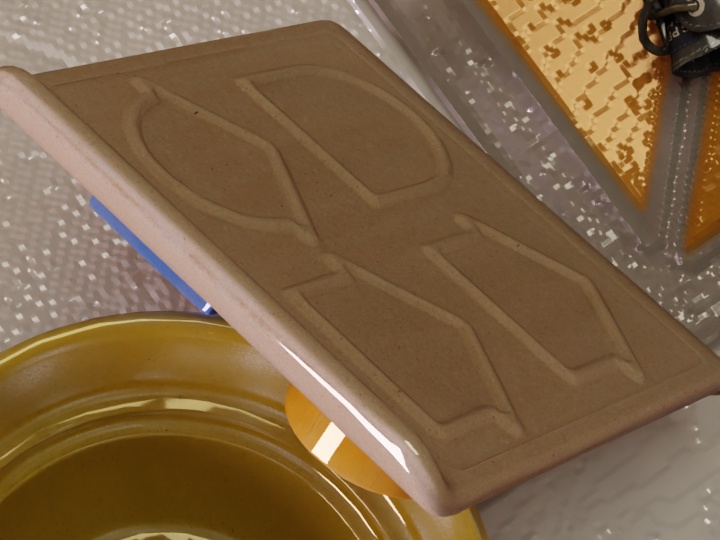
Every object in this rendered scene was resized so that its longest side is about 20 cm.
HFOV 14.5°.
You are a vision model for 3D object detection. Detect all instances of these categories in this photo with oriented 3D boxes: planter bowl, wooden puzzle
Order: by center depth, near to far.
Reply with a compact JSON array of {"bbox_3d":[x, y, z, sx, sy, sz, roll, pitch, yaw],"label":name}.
[{"bbox_3d":[0.000,0.000,0.857,0.185,0.200,0.046,43,116,20],"label":"wooden puzzle"},{"bbox_3d":[-0.059,0.119,0.859,0.200,0.083,0.201,1,73,-4],"label":"planter bowl"}]

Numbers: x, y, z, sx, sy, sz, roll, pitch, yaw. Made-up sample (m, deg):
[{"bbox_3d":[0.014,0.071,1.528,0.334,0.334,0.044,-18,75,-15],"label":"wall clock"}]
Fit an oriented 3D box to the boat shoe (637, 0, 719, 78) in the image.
[{"bbox_3d":[0.129,-0.087,0.953,0.200,0.070,0.066,41,72,1],"label":"boat shoe"}]
